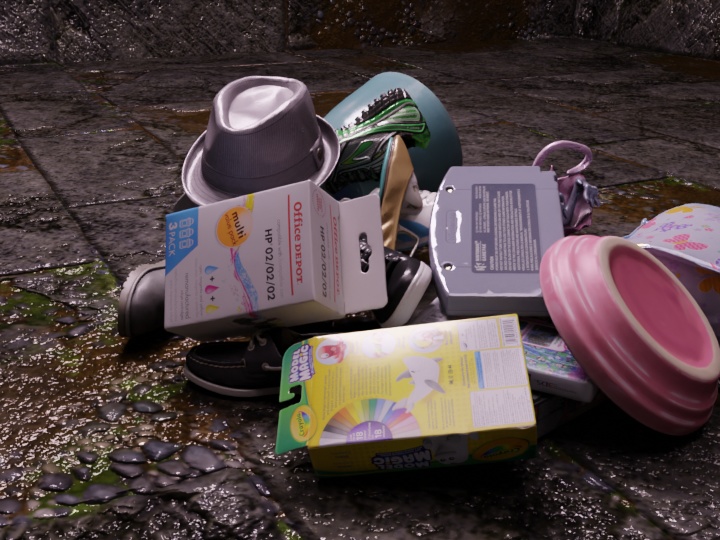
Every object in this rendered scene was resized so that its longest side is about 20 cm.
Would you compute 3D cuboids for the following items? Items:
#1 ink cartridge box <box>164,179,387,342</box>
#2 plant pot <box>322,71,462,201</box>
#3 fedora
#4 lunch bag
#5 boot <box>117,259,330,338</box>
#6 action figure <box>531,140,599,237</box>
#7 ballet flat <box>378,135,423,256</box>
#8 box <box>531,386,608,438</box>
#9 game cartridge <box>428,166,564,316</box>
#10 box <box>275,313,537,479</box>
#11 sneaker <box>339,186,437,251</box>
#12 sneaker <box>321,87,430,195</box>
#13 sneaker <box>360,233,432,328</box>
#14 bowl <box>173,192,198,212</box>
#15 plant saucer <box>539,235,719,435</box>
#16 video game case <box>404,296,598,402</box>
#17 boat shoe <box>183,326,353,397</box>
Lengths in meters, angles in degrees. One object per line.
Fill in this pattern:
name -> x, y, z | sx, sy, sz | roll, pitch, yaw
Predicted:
ink cartridge box -> -0.081, -0.010, 0.827 | 0.198, 0.116, 0.068 | -12, -19, 21
plant pot -> 0.015, -0.150, 1.245 | 0.200, 0.202, 0.161 | 21, 44, 42
fedora -> -0.114, -0.156, 1.010 | 0.175, 0.091, 0.200 | 16, 44, 20
lunch bag -> 0.359, 0.013, 0.927 | 0.199, 0.128, 0.169 | 26, 33, 29
boot -> -0.133, 0.033, 0.941 | 0.198, 0.073, 0.182 | 11, 22, 9
action figure -> 0.168, -0.055, 1.041 | 0.133, 0.150, 0.200 | 15, -24, -29
ballet flat -> 0.041, -0.057, 1.040 | 0.062, 0.202, 0.069 | 14, -12, 2
box -> 0.159, 0.089, 0.835 | 0.199, 0.040, 0.136 | -17, 26, -38
game cartridge -> 0.133, -0.032, 0.882 | 0.132, 0.042, 0.201 | -2, 42, 10
box -> 0.034, 0.100, 0.711 | 0.198, 0.049, 0.118 | -5, 42, 6
sneaker -> 0.054, -0.071, 1.102 | 0.198, 0.082, 0.076 | -14, 10, 25
sneaker -> -0.001, -0.137, 1.106 | 0.199, 0.085, 0.078 | -38, -15, -2
sneaker -> 0.000, 0.000, 0.890 | 0.111, 0.073, 0.200 | 32, -2, -6
bowl -> -0.136, -0.093, 1.169 | 0.200, 0.091, 0.201 | -32, -1, 0
plant saucer -> 0.245, 0.044, 0.783 | 0.199, 0.051, 0.202 | 28, 37, -23
video game case -> 0.152, 0.053, 0.840 | 0.180, 0.024, 0.200 | 12, 23, 25
boat shoe -> -0.068, 0.080, 0.816 | 0.198, 0.061, 0.074 | 7, 24, 16
